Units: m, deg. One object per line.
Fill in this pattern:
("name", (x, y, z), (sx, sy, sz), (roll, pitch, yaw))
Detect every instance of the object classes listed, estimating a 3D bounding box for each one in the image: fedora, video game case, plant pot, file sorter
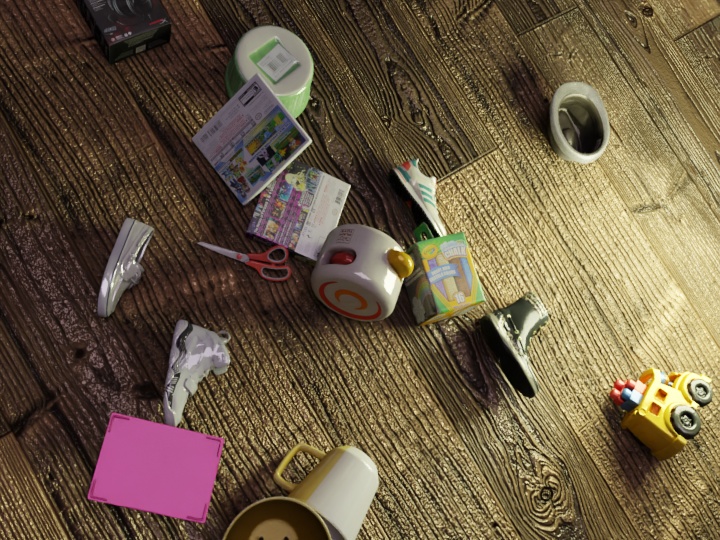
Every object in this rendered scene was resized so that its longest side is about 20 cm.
("fedora", (0.533, -0.359, 1.829), (0.173, 0.090, 0.205), (-13, 84, -20))
("video game case", (-0.132, -0.130, 1.558), (0.177, 0.036, 0.204), (22, 67, -11))
("video game case", (-0.228, -0.272, 1.518), (0.199, 0.022, 0.183), (-41, 86, 10))
("plant pot", (-0.152, 0.498, 1.284), (0.194, 0.142, 0.206), (2, 79, -10))
("file sorter", (-0.357, 0.350, 1.279), (0.195, 0.125, 0.143), (16, 69, -12))

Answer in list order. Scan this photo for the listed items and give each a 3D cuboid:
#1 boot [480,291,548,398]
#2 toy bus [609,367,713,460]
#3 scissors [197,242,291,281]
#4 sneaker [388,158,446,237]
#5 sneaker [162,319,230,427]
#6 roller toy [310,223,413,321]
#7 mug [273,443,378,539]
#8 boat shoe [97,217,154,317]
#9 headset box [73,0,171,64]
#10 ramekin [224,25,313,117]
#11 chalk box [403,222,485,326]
("boot", (0.373, 0.160, 1.619), (0.152, 0.073, 0.207), (-27, 83, -27))
("toy bus", (0.675, 0.295, 1.660), (0.190, 0.137, 0.201), (34, 62, 12))
("scissors", (-0.238, -0.019, 1.495), (0.194, 0.014, 0.075), (3, 99, -6))
("sneaker", (0.151, -0.165, 1.647), (0.092, 0.070, 0.202), (-32, 83, -19))
("sneaker", (-0.307, 0.198, 1.371), (0.112, 0.075, 0.205), (9, 67, -13))
("roller toy", (0.000, 0.000, 1.475), (0.179, 0.200, 0.142), (25, 62, -7))
("mug", (-0.053, 0.403, 1.361), (0.187, 0.149, 0.154), (45, 57, -7))
("boat shoe", (-0.447, -0.004, 1.390), (0.064, 0.074, 0.205), (15, 70, -8))
("headset box", (-0.514, -0.564, 1.545), (0.147, 0.077, 0.203), (-28, 85, -24))
("ramekin", (-0.196, -0.435, 1.599), (0.194, 0.098, 0.206), (6, 71, -17))
("chalk box", (0.166, -0.002, 1.571), (0.121, 0.124, 0.205), (-11, 78, -21))
